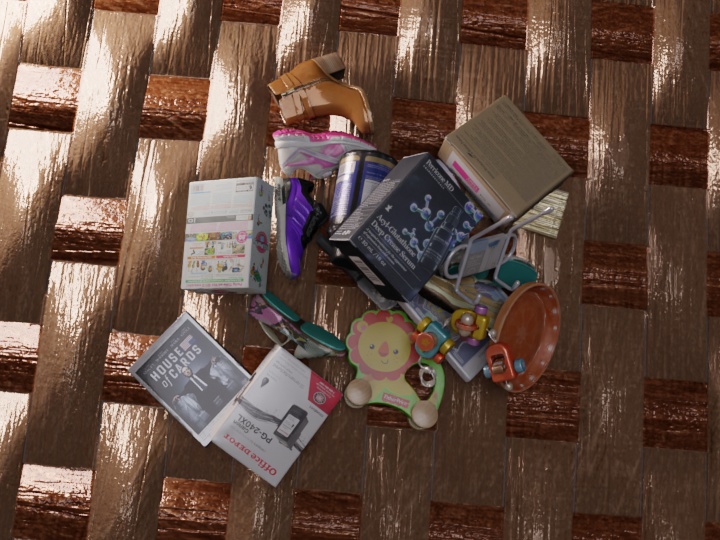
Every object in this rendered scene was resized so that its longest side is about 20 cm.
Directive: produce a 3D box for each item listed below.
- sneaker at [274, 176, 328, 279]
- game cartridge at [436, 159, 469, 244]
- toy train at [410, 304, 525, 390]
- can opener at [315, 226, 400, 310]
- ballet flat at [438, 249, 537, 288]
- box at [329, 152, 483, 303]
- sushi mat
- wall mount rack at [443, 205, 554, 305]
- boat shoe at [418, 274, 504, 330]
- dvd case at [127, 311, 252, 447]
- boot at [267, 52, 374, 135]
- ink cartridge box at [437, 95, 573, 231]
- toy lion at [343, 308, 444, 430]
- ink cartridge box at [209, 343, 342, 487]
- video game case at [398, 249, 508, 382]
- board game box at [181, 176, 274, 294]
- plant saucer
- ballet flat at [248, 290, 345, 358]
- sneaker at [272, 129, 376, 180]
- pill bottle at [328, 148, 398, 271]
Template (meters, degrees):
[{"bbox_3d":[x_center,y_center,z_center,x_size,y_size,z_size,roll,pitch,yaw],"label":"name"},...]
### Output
[{"bbox_3d":[-0.107,-0.084,1.376,0.099,0.070,0.202,-3,71,-10],"label":"sneaker"},{"bbox_3d":[0.125,-0.119,1.380,0.132,0.041,0.201,-11,56,-8],"label":"game cartridge"},{"bbox_3d":[0.169,0.140,1.260,0.199,0.056,0.151,-12,90,31],"label":"toy train"},{"bbox_3d":[0.000,0.000,1.392,0.053,0.067,0.200,-43,72,-8],"label":"can opener"},{"bbox_3d":[0.232,-0.012,1.374,0.199,0.072,0.072,6,80,-20],"label":"ballet flat"},{"bbox_3d":[0.076,-0.071,1.239,0.148,0.107,0.200,45,77,-17],"label":"box"},{"bbox_3d":[0.299,-0.133,1.442,0.199,0.012,0.096,16,80,0],"label":"sushi mat"},{"bbox_3d":[0.234,-0.036,1.244,0.074,0.199,0.175,36,124,35],"label":"wall mount rack"},{"bbox_3d":[0.180,0.041,1.322,0.199,0.072,0.077,31,82,-17],"label":"boat shoe"},{"bbox_3d":[-0.299,0.196,1.355,0.200,0.025,0.150,43,81,3],"label":"dvd case"},{"bbox_3d":[-0.073,-0.310,1.419,0.154,0.074,0.201,-27,69,-12],"label":"boot"},{"bbox_3d":[0.270,-0.203,1.402,0.164,0.075,0.200,-36,81,-18],"label":"ink cartridge box"},{"bbox_3d":[0.062,0.172,1.363,0.199,0.069,0.193,19,73,0],"label":"toy lion"},{"bbox_3d":[-0.150,0.254,1.311,0.145,0.083,0.200,38,80,-9],"label":"ink cartridge box"},{"bbox_3d":[0.189,0.072,1.369,0.182,0.023,0.200,-38,84,-28],"label":"video game case"},{"bbox_3d":[-0.241,-0.060,1.352,0.147,0.064,0.202,-1,79,24],"label":"board game box"},{"bbox_3d":[0.291,0.118,1.335,0.032,0.200,0.201,18,77,43],"label":"plant saucer"},{"bbox_3d":[-0.120,0.114,1.361,0.199,0.069,0.071,33,105,9],"label":"ballet flat"},{"bbox_3d":[-0.068,-0.216,1.408,0.198,0.081,0.089,0,108,-13],"label":"sneaker"},{"bbox_3d":[0.003,-0.105,1.334,0.111,0.112,0.201,10,76,-1],"label":"pill bottle"}]
